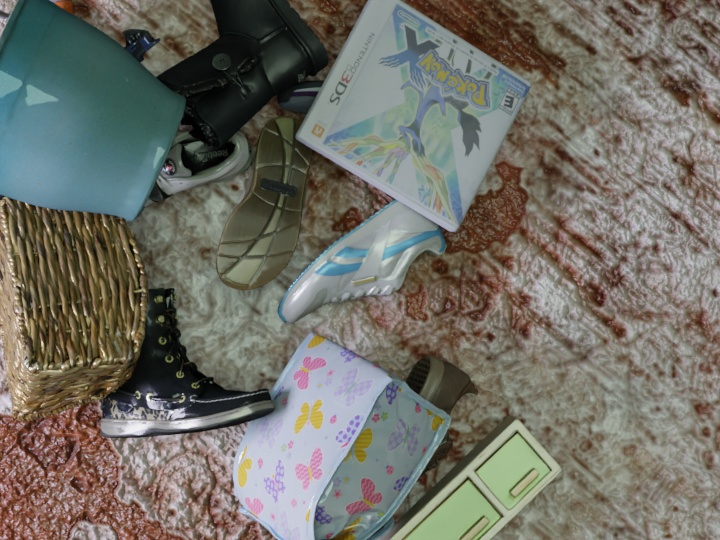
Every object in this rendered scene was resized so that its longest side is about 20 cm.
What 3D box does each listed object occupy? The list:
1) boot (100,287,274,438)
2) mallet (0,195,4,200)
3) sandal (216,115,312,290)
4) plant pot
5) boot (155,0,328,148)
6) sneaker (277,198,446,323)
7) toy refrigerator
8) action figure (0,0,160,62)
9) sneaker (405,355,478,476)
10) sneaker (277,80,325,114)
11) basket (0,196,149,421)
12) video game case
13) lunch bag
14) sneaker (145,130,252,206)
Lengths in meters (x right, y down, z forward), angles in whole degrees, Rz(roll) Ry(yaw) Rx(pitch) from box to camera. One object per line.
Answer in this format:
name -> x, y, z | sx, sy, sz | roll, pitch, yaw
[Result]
boot -> -0.189, 0.092, 1.584 | 0.202, 0.073, 0.156 | -9, 84, 25
mallet -> -0.399, -0.055, 1.628 | 0.041, 0.066, 0.201 | 27, 71, -3
sandal -> -0.100, -0.069, 1.638 | 0.080, 0.054, 0.202 | 18, 71, -9
plant pot -> -0.279, -0.144, 1.484 | 0.187, 0.200, 0.202 | 24, 86, -13
boot -> -0.154, -0.239, 1.594 | 0.168, 0.077, 0.200 | -36, 71, -17
sneaker -> 0.000, 0.000, 1.625 | 0.199, 0.077, 0.081 | -36, 91, -3
toy refrigerator -> 0.116, 0.251, 1.621 | 0.200, 0.070, 0.076 | -42, 90, -5
action figure -> -0.289, -0.223, 1.609 | 0.199, 0.105, 0.195 | -25, 94, 20
sneaker -> 0.060, 0.194, 1.622 | 0.075, 0.070, 0.201 | 25, 94, -21
sneaker -> 0.009, -0.157, 1.637 | 0.198, 0.074, 0.089 | 2, 92, -4
basket -> -0.297, 0.034, 1.567 | 0.141, 0.149, 0.202 | -6, 66, -20
video game case -> 0.058, -0.169, 1.602 | 0.199, 0.022, 0.184 | 30, 82, -12
lunch bag -> -0.029, 0.190, 1.558 | 0.127, 0.169, 0.201 | 39, 80, -35
sneaker -> -0.213, -0.111, 1.613 | 0.198, 0.089, 0.075 | -20, 90, -3
